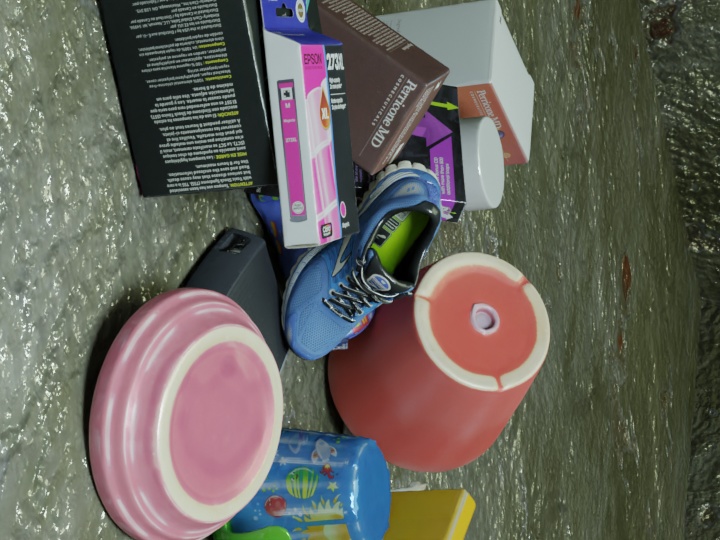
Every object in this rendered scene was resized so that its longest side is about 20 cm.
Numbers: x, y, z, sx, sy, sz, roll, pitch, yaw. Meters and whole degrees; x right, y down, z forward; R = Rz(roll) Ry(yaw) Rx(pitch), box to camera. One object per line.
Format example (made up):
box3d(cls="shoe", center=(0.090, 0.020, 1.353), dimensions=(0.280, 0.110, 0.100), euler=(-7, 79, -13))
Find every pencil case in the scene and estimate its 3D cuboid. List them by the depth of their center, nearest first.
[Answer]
box3d(cls="pencil case", center=(-0.046, -0.023, 1.508), dimensions=(0.078, 0.087, 0.201), euler=(41, -26, 54))

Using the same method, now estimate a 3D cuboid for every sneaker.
box3d(cls="sneaker", center=(0.000, 0.000, 1.374), dimensions=(0.078, 0.200, 0.089), euler=(30, 18, -21))

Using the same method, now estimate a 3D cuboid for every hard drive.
box3d(cls="hard drive", center=(-0.112, 0.063, 1.355), dimensions=(0.200, 0.042, 0.136), euler=(-63, 143, -55))

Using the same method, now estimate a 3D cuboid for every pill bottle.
box3d(cls="pill bottle", center=(0.034, -0.096, 1.560), dimensions=(0.114, 0.199, 0.115), euler=(-5, 90, -69))

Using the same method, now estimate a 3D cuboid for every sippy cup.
box3d(cls="sippy cup", center=(-0.047, 0.196, 1.380), dimensions=(0.140, 0.130, 0.179), euler=(62, 31, -46))

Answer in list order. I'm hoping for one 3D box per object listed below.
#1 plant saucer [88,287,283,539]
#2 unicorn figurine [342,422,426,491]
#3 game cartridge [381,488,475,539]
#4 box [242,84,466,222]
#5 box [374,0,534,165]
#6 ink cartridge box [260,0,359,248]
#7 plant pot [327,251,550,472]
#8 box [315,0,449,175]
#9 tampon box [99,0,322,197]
box3d(cls="plant saucer", center=(-0.124, 0.115, 1.226), dimensions=(0.200, 0.051, 0.202), euler=(-11, 103, -53))
box3d(cls="unicorn figurine", center=(0.016, 0.212, 1.634), dimensions=(0.137, 0.074, 0.201), euler=(14, 52, -43))
box3d(cls="game cartridge", center=(-0.005, 0.278, 1.375), dimensions=(0.032, 0.175, 0.201), euler=(55, 42, -34))
box3d(cls="box", center=(-0.006, -0.121, 1.442), dimensions=(0.036, 0.199, 0.144), euler=(111, -19, -52))
box3d(cls="box", center=(0.066, -0.185, 1.668), dimensions=(0.152, 0.199, 0.107), euler=(55, 36, -53))
box3d(cls="ink cartridge box", center=(-0.039, -0.122, 1.246), dimensions=(0.095, 0.037, 0.201), euler=(-22, 106, -69))
box3d(cls="plant pot", center=(0.088, 0.080, 1.568), dimensions=(0.177, 0.199, 0.202), euler=(129, -29, -59))
box3d(cls="box", center=(-0.035, -0.184, 1.378), dimensions=(0.100, 0.200, 0.075), euler=(-58, 174, 26))
box3d(cls="tampon box", center=(-0.113, -0.177, 1.285), dimensions=(0.150, 0.125, 0.201), euler=(-44, 128, -64))
